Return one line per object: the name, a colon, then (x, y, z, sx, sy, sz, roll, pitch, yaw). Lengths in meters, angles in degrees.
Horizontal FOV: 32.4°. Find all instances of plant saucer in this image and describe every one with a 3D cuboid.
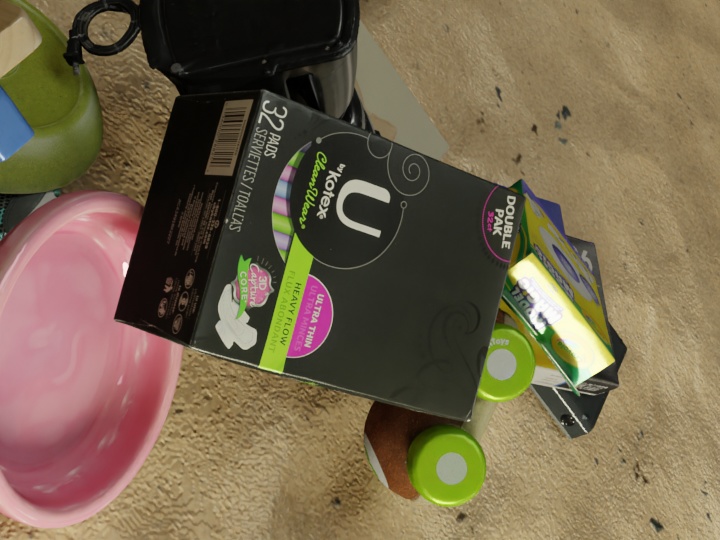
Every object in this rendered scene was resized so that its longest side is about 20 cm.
plant saucer: (-0.181, 0.051, 0.751, 0.200, 0.050, 0.204, -34, 128, -58)
plant saucer: (-0.251, -0.134, 0.796, 0.198, 0.031, 0.202, 26, 37, -21)

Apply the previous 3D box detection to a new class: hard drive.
hard drive: (0.178, 0.042, 1.204, 0.201, 0.033, 0.140, 53, 42, -13)

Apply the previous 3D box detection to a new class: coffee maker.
coffee maker: (-0.085, -0.130, 0.896, 0.201, 0.189, 0.136, 81, 20, -62)

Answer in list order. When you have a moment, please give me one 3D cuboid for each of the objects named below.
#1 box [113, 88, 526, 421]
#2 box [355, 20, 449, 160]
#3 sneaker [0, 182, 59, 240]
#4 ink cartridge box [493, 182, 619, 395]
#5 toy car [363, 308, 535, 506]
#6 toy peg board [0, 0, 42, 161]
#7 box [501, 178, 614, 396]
box: (-0.023, -0.008, 0.756, 0.198, 0.124, 0.151, 18, 86, -32)
box: (-0.024, -0.148, 1.045, 0.201, 0.094, 0.078, 52, 42, -11)
sneaker: (-0.257, -0.012, 0.745, 0.091, 0.077, 0.201, 44, 42, -14)
ink cartridge box: (0.154, 0.004, 1.141, 0.196, 0.047, 0.203, 13, 64, -41)
toy car: (0.007, 0.066, 0.925, 0.198, 0.164, 0.159, 28, 86, -6)
toy peg board: (-0.262, -0.054, 0.640, 0.199, 0.199, 0.098, -43, 131, -16)
box: (0.151, 0.011, 1.012, 0.118, 0.048, 0.201, 50, 20, -16)
